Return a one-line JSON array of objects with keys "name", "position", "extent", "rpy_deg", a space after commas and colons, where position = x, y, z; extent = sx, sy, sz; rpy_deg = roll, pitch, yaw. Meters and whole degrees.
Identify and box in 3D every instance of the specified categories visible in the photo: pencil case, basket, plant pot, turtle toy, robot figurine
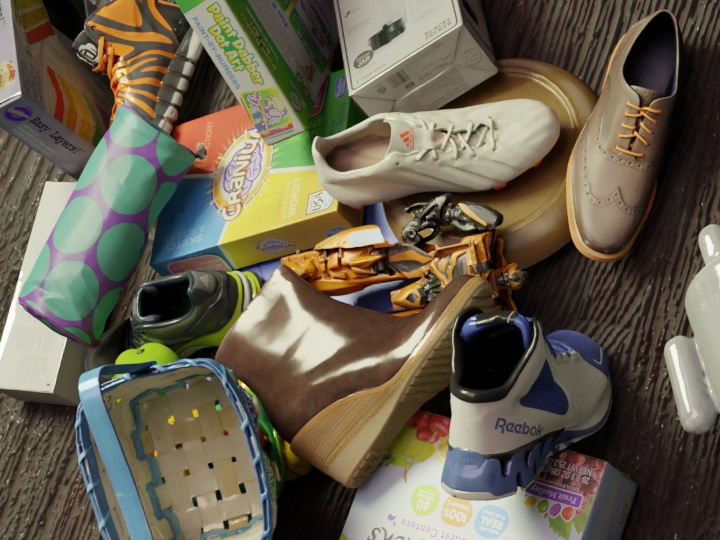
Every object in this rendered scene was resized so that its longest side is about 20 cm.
[{"name": "pencil case", "position": [-0.216, -0.037, 1.597], "extent": [0.085, 0.092, 0.201], "rpy_deg": [26, 83, 19]}, {"name": "basket", "position": [-0.139, 0.145, 1.361], "extent": [0.138, 0.200, 0.178], "rpy_deg": [-18, 91, 17]}, {"name": "plant pot", "position": [0.105, -0.091, 1.501], "extent": [0.198, 0.028, 0.202], "rpy_deg": [-10, 60, 17]}, {"name": "turtle toy", "position": [-0.135, 0.140, 1.528], "extent": [0.146, 0.101, 0.200], "rpy_deg": [-48, 52, 5]}, {"name": "robot figurine", "position": [0.293, 0.056, 1.281], "extent": [0.168, 0.113, 0.202], "rpy_deg": [-24, 58, 14]}, {"name": "robot figurine", "position": [0.036, 0.022, 1.458], "extent": [0.198, 0.058, 0.147], "rpy_deg": [-11, 95, 28]}]

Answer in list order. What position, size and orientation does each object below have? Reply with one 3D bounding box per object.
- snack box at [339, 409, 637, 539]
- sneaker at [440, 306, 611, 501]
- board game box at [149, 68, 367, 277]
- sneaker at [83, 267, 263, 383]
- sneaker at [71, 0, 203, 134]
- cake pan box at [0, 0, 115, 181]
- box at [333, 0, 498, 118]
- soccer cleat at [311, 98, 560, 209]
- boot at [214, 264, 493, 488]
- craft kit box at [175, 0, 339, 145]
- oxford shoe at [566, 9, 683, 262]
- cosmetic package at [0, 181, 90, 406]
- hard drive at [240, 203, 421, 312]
[{"name": "snack box", "position": [0.085, 0.205, 1.379], "extent": [0.199, 0.068, 0.170], "rpy_deg": [13, 76, 38]}, {"name": "sneaker", "position": [0.120, 0.071, 1.328], "extent": [0.080, 0.199, 0.116], "rpy_deg": [9, 116, 29]}, {"name": "board game box", "position": [-0.084, -0.080, 1.611], "extent": [0.198, 0.040, 0.154], "rpy_deg": [-16, 52, 29]}, {"name": "sneaker", "position": [-0.176, 0.043, 1.602], "extent": [0.199, 0.081, 0.075], "rpy_deg": [-30, 54, 33]}, {"name": "sneaker", "position": [-0.220, -0.164, 1.700], "extent": [0.078, 0.111, 0.202], "rpy_deg": [134, 157, -60]}, {"name": "cake pan box", "position": [-0.288, -0.194, 1.725], "extent": [0.052, 0.184, 0.202], "rpy_deg": [-22, 58, 17]}, {"name": "box", "position": [0.041, -0.218, 1.568], "extent": [0.116, 0.060, 0.201], "rpy_deg": [-31, 40, 18]}, {"name": "soccer cleat", "position": [0.058, -0.096, 1.462], "extent": [0.198, 0.078, 0.070], "rpy_deg": [-13, 59, 16]}, {"name": "boot", "position": [-0.009, 0.045, 1.415], "extent": [0.166, 0.072, 0.201], "rpy_deg": [44, 103, 26]}, {"name": "craft kit box", "position": [-0.090, -0.239, 1.562], "extent": [0.048, 0.201, 0.198], "rpy_deg": [-21, 27, 22]}, {"name": "oxford shoe", "position": [0.203, -0.106, 1.424], "extent": [0.071, 0.073, 0.202], "rpy_deg": [13, 75, 1]}, {"name": "cosmetic package", "position": [-0.270, 0.021, 1.701], "extent": [0.082, 0.051, 0.202], "rpy_deg": [2, 71, 35]}, {"name": "hard drive", "position": [0.000, 0.000, 1.551], "extent": [0.199, 0.025, 0.133], "rpy_deg": [-33, 55, 16]}]
